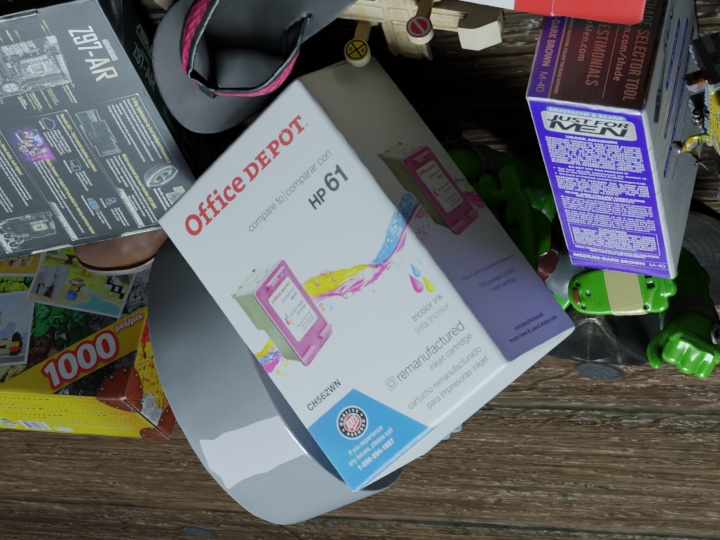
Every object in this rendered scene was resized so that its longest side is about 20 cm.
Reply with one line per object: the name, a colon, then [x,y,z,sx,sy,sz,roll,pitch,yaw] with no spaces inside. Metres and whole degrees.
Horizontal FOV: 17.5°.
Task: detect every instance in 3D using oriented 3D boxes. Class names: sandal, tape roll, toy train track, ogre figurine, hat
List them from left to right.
sandal: [-0.060,-0.129,1.249,0.075,0.045,0.200,37,141,-12]
tape roll: [-0.048,0.054,1.456,0.066,0.200,0.200,-24,143,24]
toy train track: [-0.022,-0.137,1.280,0.200,0.033,0.115,8,158,13]
ogre figurine: [0.131,-0.016,1.368,0.200,0.098,0.120,16,-165,17]
hat: [0.149,0.018,1.503,0.200,0.081,0.201,12,158,5]

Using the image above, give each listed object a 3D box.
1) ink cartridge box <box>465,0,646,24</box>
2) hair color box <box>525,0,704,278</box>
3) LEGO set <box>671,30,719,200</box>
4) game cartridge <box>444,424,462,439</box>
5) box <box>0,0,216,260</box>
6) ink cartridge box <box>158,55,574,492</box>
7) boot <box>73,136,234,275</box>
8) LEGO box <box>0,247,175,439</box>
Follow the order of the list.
ink cartridge box: [0.042,-0.182,1.086,0.200,0.067,0.116,11,159,5]
hair color box: [0.137,-0.086,1.214,0.065,0.109,0.200,9,158,14]
LEGO set: [0.224,-0.043,1.187,0.116,0.154,0.200,-18,159,-2]
game cartridge: [0.049,0.013,1.474,0.041,0.133,0.200,-4,156,-1]
box: [-0.190,-0.092,1.365,0.160,0.044,0.200,-11,140,14]
ink cartridge box: [0.000,0.000,1.323,0.145,0.200,0.085,-43,168,35]
boot: [-0.183,-0.074,1.482,0.186,0.064,0.200,-24,143,37]
LEGO box: [-0.217,0.032,1.651,0.200,0.149,0.077,1,156,25]
